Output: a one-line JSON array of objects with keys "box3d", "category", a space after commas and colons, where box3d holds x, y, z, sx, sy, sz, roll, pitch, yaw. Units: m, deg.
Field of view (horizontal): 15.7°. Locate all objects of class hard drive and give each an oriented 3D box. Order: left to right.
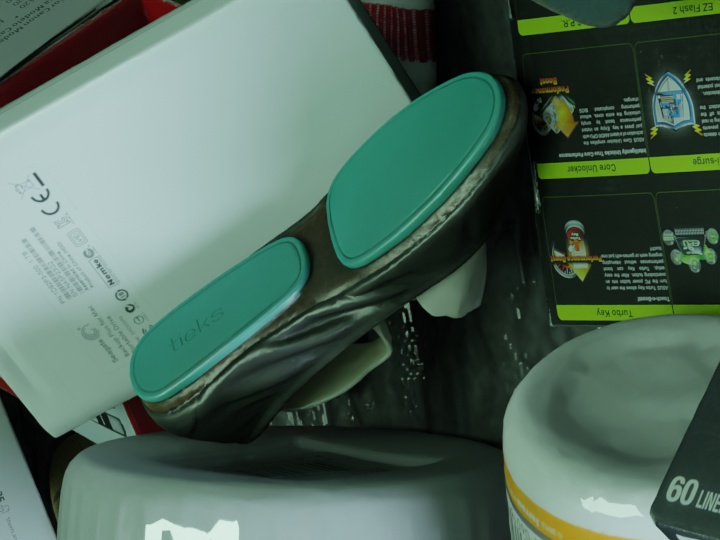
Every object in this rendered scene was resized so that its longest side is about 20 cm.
[{"box3d": [-0.070, -0.028, 1.003, 0.132, 0.199, 0.026, 55, -166, -31], "category": "hard drive"}]

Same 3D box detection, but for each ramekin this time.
[{"box3d": [-0.026, 0.118, 1.003, 0.200, 0.199, 0.099, 4, 95, 49], "category": "ramekin"}]

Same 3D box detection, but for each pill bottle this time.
[{"box3d": [0.112, 0.125, 0.881, 0.116, 0.116, 0.201, 25, 134, 43], "category": "pill bottle"}]

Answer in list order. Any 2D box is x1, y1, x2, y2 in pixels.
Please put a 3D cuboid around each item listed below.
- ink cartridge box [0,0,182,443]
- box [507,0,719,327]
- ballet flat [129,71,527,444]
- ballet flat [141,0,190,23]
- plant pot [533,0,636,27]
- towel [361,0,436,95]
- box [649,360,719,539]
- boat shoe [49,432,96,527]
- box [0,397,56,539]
[{"box3d": [-0.114, -0.025, 1.086, 0.175, 0.084, 0.201, 23, 142, 46], "category": "ink cartridge box"}, {"box3d": [0.134, -0.078, 0.877, 0.199, 0.047, 0.195, -2, 100, 49], "category": "box"}, {"box3d": [0.000, 0.000, 0.980, 0.200, 0.068, 0.068, -36, 40, 25], "category": "ballet flat"}, {"box3d": [-0.056, -0.129, 1.037, 0.199, 0.069, 0.070, -23, 82, 47], "category": "ballet flat"}, {"box3d": [0.005, -0.223, 0.852, 0.200, 0.195, 0.197, 39, 107, 57], "category": "plant pot"}, {"box3d": [-0.023, -0.113, 1.067, 0.143, 0.023, 0.202, 12, 109, 46], "category": "towel"}, {"box3d": [0.188, 0.015, 0.714, 0.122, 0.106, 0.201, 10, 67, 47], "category": "box"}, {"box3d": [-0.086, 0.156, 1.173, 0.200, 0.072, 0.068, 53, 149, 34], "category": "boat shoe"}, {"box3d": [-0.201, 0.103, 1.268, 0.157, 0.041, 0.200, 66, 160, 13], "category": "box"}]
